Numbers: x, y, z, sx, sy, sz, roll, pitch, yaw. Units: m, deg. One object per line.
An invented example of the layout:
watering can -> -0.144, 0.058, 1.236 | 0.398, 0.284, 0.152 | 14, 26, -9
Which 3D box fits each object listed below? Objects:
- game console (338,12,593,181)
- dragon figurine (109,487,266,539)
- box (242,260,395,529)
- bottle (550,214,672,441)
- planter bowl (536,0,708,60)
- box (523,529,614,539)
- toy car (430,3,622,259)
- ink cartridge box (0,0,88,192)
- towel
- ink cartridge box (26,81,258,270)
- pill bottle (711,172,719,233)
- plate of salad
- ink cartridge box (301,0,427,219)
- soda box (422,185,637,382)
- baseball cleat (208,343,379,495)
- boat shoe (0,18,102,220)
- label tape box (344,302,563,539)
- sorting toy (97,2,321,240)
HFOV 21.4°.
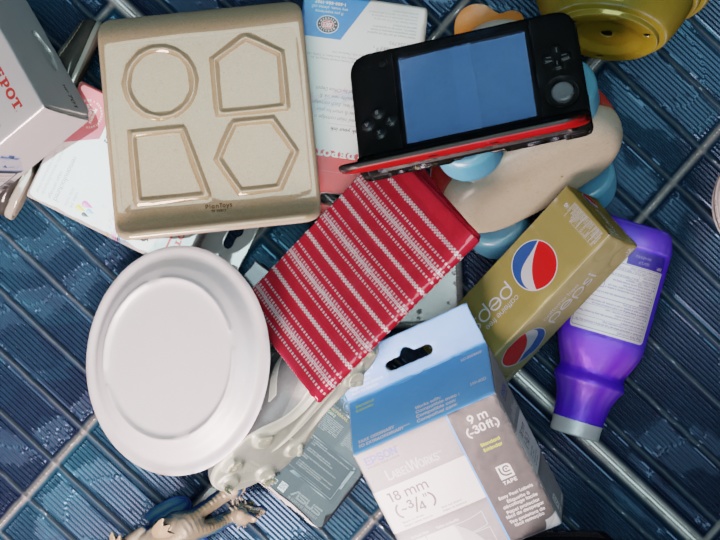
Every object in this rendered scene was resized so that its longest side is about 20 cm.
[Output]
game console -> 0.082, -0.146, 1.549 | 0.198, 0.119, 0.174 | -11, 62, 10
dragon figurine -> -0.176, 0.243, 1.736 | 0.199, 0.099, 0.059 | -27, 89, 30
box -> -0.066, 0.113, 1.744 | 0.199, 0.051, 0.158 | 37, 90, 1
bottle -> 0.222, 0.053, 1.740 | 0.083, 0.065, 0.202 | 15, 90, 2
planter bowl -> 0.219, -0.239, 1.668 | 0.198, 0.201, 0.084 | 11, 72, 0
box -> 0.178, 0.339, 1.679 | 0.103, 0.182, 0.203 | 2, 90, -1
toy car -> 0.121, -0.150, 1.714 | 0.176, 0.185, 0.201 | -27, 60, 1
ink cartridge box -> -0.362, -0.138, 1.689 | 0.199, 0.086, 0.147 | -37, 74, 17
towel -> 0.000, 0.000, 1.640 | 0.200, 0.022, 0.145 | -46, 49, 5
ink cartridge box -> -0.186, -0.074, 1.736 | 0.198, 0.067, 0.117 | 26, 89, 0
pill bottle -> 0.372, -0.062, 1.675 | 0.112, 0.200, 0.115 | 0, 89, 1
plate of salad -> -0.158, 0.080, 1.685 | 0.198, 0.048, 0.203 | -3, 83, 30
ink cartridge box -> -0.007, -0.143, 1.738 | 0.115, 0.067, 0.202 | 8, 89, 1
soda box -> 0.150, 0.022, 1.703 | 0.200, 0.068, 0.064 | -47, 62, 16
baseball cleat -> -0.068, 0.105, 1.688 | 0.200, 0.070, 0.107 | -42, 48, 8
boat shoe -> -0.299, -0.145, 1.738 | 0.057, 0.067, 0.202 | 26, 93, -5
label tape box -> 0.072, 0.152, 1.672 | 0.143, 0.063, 0.201 | -25, 102, 16
sorting toy -> -0.134, -0.132, 1.692 | 0.183, 0.036, 0.202 | -6, 82, -1
